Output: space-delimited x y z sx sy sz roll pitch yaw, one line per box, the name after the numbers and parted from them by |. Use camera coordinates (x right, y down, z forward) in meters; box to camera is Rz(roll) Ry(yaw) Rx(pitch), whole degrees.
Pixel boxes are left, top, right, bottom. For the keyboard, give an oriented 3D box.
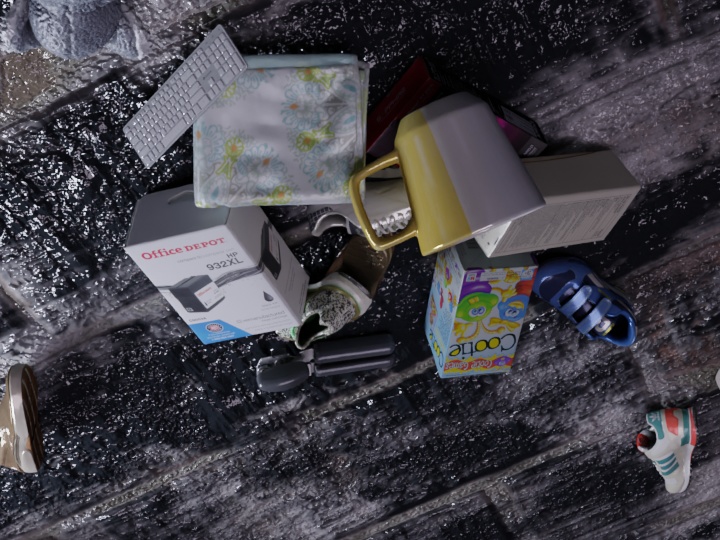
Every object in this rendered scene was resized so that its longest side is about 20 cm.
-0.195 -0.188 1.308 0.200 0.056 0.011 -38 167 37 | keyboard

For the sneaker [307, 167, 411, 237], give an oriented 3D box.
0.035 -0.076 1.440 0.199 0.081 0.076 0 154 13 | sneaker

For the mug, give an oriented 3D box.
0.097 -0.108 1.326 0.186 0.154 0.149 -21 179 -33 | mug

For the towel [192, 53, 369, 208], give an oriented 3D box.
-0.088 -0.158 1.341 0.199 0.048 0.172 -2 101 -12 | towel

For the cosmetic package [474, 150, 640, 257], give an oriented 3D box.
0.238 -0.085 1.485 0.199 0.073 0.104 -9 143 -34 | cosmetic package

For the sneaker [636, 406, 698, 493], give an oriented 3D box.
0.502 0.294 1.970 0.093 0.070 0.200 2 136 8 | sneaker

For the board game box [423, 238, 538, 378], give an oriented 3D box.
0.158 0.037 1.601 0.103 0.105 0.200 -3 133 -12 | board game box

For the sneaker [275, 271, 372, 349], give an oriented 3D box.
-0.070 0.064 1.537 0.077 0.089 0.200 46 146 -10 | sneaker

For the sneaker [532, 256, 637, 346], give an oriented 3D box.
0.317 0.045 1.667 0.200 0.082 0.074 25 123 -30 | sneaker

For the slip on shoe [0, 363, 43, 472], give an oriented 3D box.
-0.471 0.202 1.616 0.060 0.076 0.200 5 138 -3 | slip on shoe

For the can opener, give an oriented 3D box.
-0.047 0.136 1.664 0.199 0.067 0.053 -8 134 -8 | can opener

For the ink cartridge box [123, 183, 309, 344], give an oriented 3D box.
-0.172 -0.009 1.460 0.145 0.084 0.200 -11 137 22 | ink cartridge box

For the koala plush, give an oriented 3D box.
-0.282 -0.283 1.155 0.177 0.184 0.200 0 144 -14 | koala plush

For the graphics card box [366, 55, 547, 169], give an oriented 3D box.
0.113 -0.161 1.442 0.200 0.051 0.126 24 122 -33 | graphics card box

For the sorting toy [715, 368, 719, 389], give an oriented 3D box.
0.681 0.185 1.825 0.199 0.180 0.107 -8 134 -8 | sorting toy

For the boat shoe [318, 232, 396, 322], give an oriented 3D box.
0.000 0.000 1.544 0.072 0.068 0.200 34 141 0 | boat shoe
